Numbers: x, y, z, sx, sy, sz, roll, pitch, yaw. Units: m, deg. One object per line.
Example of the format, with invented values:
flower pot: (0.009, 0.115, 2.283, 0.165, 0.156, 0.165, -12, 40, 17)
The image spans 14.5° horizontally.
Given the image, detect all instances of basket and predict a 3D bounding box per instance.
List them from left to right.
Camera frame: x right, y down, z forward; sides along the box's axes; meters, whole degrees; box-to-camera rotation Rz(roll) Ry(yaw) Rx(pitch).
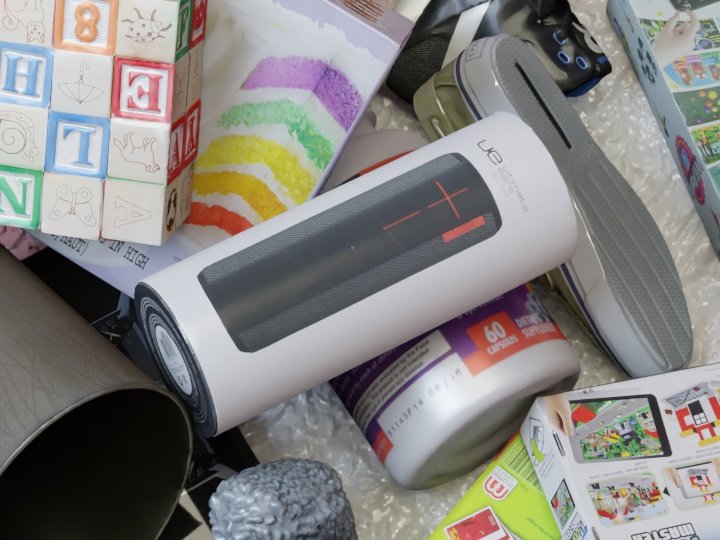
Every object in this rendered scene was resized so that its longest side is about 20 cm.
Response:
basket: (-0.193, 0.049, 1.326, 0.136, 0.181, 0.200, -34, 63, -23)

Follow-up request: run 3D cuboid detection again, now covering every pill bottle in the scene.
pill bottle: (0.013, 0.000, 1.424, 0.111, 0.111, 0.200, -31, 74, -12)

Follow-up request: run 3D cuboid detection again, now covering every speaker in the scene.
speaker: (0.000, 0.000, 1.317, 0.199, 0.081, 0.081, -25, 72, -17)

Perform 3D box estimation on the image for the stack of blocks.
stack of blocks: (-0.176, -0.086, 1.310, 0.199, 0.059, 0.116, 9, 107, 8)

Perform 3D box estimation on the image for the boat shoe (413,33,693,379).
boat shoe: (0.101, -0.027, 1.454, 0.200, 0.062, 0.072, 60, 38, -5)

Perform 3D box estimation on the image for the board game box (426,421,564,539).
board game box: (0.127, 0.178, 1.395, 0.200, 0.048, 0.102, 38, 74, 12)

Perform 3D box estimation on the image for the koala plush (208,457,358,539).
koala plush: (-0.024, 0.192, 1.260, 0.177, 0.200, 0.184, 19, 94, 18)

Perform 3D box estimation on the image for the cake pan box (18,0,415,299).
cake pan box: (-0.102, -0.090, 1.353, 0.200, 0.052, 0.184, 33, 108, -1)

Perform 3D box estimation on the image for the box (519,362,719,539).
box: (0.190, 0.099, 1.397, 0.199, 0.035, 0.110, -9, 60, -20)

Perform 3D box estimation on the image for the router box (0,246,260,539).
router box: (-0.144, 0.096, 1.416, 0.157, 0.052, 0.200, -29, 73, -10)

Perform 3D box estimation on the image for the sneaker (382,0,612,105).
sneaker: (0.101, -0.157, 1.487, 0.112, 0.073, 0.200, 35, 101, 7)

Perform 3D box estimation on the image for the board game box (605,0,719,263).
board game box: (0.235, -0.087, 1.487, 0.147, 0.064, 0.201, -20, 72, -7)
